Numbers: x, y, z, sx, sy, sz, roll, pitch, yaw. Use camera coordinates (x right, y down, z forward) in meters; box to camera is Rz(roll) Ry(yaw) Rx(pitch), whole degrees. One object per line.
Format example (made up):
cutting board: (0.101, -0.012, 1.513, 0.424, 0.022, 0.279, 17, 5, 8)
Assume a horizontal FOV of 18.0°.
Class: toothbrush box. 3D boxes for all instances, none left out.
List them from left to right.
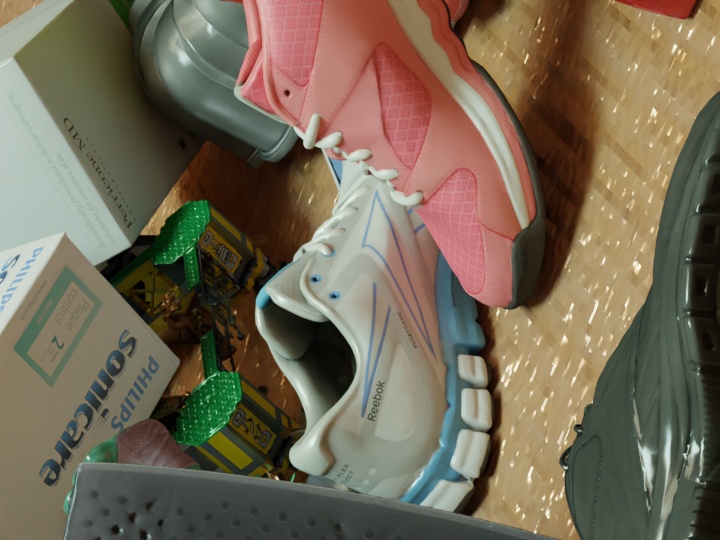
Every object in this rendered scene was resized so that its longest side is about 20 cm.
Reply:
toothbrush box: (-0.194, 0.080, 0.975, 0.199, 0.085, 0.147, -12, 38, 43)

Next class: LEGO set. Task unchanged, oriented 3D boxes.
LEGO set: (-0.070, 0.078, 1.034, 0.154, 0.116, 0.200, -42, 32, 9)

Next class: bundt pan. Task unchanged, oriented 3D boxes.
bundt pan: (-0.054, -0.157, 1.092, 0.202, 0.075, 0.203, -52, 29, 44)

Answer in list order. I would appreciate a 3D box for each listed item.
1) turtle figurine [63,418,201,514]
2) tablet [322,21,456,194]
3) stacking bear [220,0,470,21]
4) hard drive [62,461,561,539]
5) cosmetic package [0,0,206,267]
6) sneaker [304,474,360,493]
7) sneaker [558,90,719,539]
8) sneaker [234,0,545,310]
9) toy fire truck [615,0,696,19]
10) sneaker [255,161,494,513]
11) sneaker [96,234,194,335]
turtle figurine: (-0.028, 0.150, 0.848, 0.200, 0.100, 0.151, 40, 128, 26)
tablet: (0.024, -0.139, 1.013, 0.201, 0.014, 0.130, -63, 28, 27)
stacking bear: (0.002, -0.218, 0.959, 0.114, 0.120, 0.201, 93, -173, -55)
hard drive: (-0.004, 0.140, 0.733, 0.042, 0.198, 0.136, 120, 161, -86)
cosmetic package: (-0.148, -0.069, 1.121, 0.084, 0.108, 0.200, -27, 15, 16)
sneaker: (-0.045, 0.165, 0.921, 0.074, 0.087, 0.202, 18, 95, 65)
sneaker: (0.098, 0.041, 0.686, 0.091, 0.075, 0.202, -5, 72, 60)
sneaker: (-0.002, -0.067, 0.854, 0.201, 0.086, 0.074, 63, 168, -9)
toy fire truck: (0.088, -0.191, 0.858, 0.142, 0.048, 0.200, -68, 26, 18)
sneaker: (0.000, 0.000, 0.910, 0.075, 0.086, 0.201, -50, 35, 45)
sneaker: (-0.128, 0.042, 1.194, 0.200, 0.075, 0.077, 126, 140, -59)
